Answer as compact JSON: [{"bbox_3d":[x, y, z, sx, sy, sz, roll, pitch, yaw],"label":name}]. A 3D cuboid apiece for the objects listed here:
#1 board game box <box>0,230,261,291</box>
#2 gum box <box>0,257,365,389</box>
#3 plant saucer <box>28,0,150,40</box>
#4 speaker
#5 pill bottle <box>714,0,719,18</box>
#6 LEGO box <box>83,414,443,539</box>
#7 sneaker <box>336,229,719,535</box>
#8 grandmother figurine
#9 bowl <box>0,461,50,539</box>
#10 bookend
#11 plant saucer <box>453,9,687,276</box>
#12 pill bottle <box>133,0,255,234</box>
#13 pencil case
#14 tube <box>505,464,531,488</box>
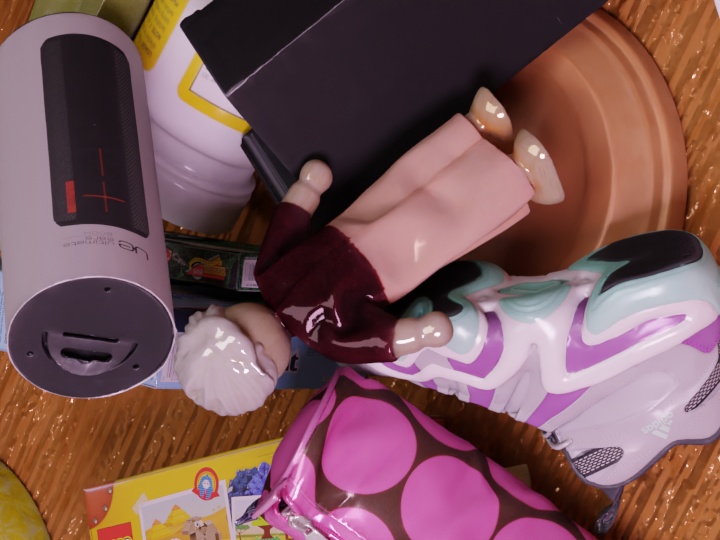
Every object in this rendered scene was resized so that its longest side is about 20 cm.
[{"bbox_3d":[-0.108,-0.010,1.302,0.199,0.104,0.024,9,91,38],"label":"board game box"},{"bbox_3d":[-0.123,0.027,1.270,0.199,0.169,0.045,11,95,37],"label":"gum box"},{"bbox_3d":[-0.144,-0.165,1.332,0.200,0.031,0.201,-53,24,35],"label":"plant saucer"},{"bbox_3d":[-0.137,-0.034,1.156,0.081,0.081,0.201,-43,36,27],"label":"speaker"},{"bbox_3d":[0.257,-0.145,1.022,0.199,0.112,0.113,-12,80,36],"label":"pill bottle"},{"bbox_3d":[-0.042,0.169,1.257,0.199,0.077,0.150,-17,77,36],"label":"LEGO box"},{"bbox_3d":[0.089,0.066,1.143,0.199,0.078,0.141,-8,113,26],"label":"sneaker"},{"bbox_3d":[0.000,0.000,1.108,0.199,0.061,0.121,-35,46,-9],"label":"grandmother figurine"},{"bbox_3d":[-0.286,0.203,1.425,0.199,0.107,0.202,-3,85,37],"label":"bowl"},{"bbox_3d":[-0.016,-0.154,1.133,0.200,0.199,0.092,-39,39,4],"label":"bookend"},{"bbox_3d":[0.072,-0.044,1.208,0.199,0.037,0.202,-3,86,37],"label":"plant saucer"},{"bbox_3d":[-0.059,-0.124,1.266,0.111,0.111,0.201,43,112,31],"label":"pill bottle"},{"bbox_3d":[0.045,0.137,1.128,0.199,0.094,0.091,32,119,-1],"label":"pencil case"},{"bbox_3d":[0.068,0.201,1.180,0.052,0.058,0.202,-16,79,27],"label":"tube"}]
